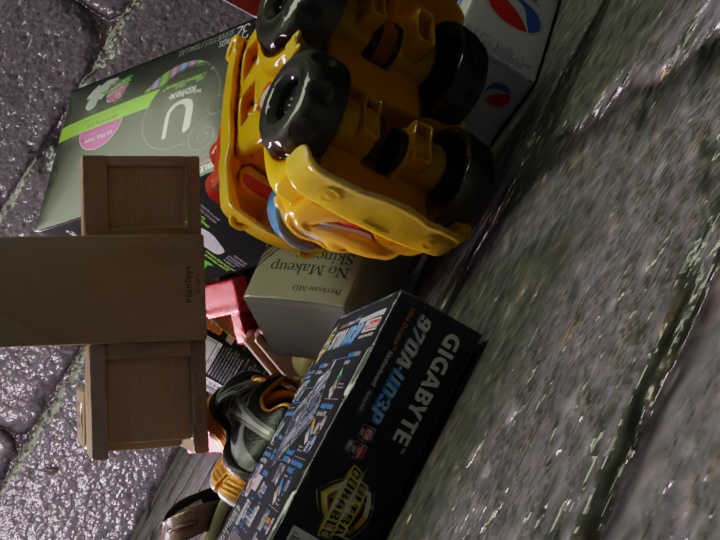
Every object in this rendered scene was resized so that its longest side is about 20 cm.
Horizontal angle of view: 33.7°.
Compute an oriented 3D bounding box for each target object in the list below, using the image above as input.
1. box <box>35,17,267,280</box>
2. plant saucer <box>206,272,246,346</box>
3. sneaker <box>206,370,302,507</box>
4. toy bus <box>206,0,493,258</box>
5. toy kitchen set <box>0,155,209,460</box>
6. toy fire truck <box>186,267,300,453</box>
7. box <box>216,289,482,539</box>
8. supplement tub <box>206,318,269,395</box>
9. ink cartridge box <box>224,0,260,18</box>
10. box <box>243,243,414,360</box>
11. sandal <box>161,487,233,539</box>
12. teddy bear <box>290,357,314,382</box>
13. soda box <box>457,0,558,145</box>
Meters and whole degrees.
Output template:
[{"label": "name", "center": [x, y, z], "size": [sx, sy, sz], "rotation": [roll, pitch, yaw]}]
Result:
[{"label": "box", "center": [-0.137, -0.084, 0.961], "size": [0.199, 0.124, 0.149], "rotation": [-14, 54, 29]}, {"label": "plant saucer", "center": [-0.098, -0.004, 1.099], "size": [0.031, 0.200, 0.200], "rotation": [-44, 12, 25]}, {"label": "sneaker", "center": [-0.061, 0.107, 0.840], "size": [0.078, 0.078, 0.200], "rotation": [-60, 16, 7]}, {"label": "toy bus", "center": [-0.029, -0.078, 0.732], "size": [0.192, 0.135, 0.201], "rotation": [-36, 41, 39]}, {"label": "toy kitchen set", "center": [-0.205, 0.029, 0.859], "size": [0.180, 0.162, 0.202], "rotation": [167, 102, -73]}, {"label": "toy fire truck", "center": [-0.071, 0.063, 1.000], "size": [0.049, 0.142, 0.199], "rotation": [-11, 4, 43]}, {"label": "box", "center": [-0.017, 0.097, 0.615], "size": [0.160, 0.046, 0.200], "rotation": [-61, 6, -11]}, {"label": "supplement tub", "center": [-0.143, 0.052, 1.165], "size": [0.123, 0.199, 0.123], "rotation": [-59, 5, 9]}, {"label": "ink cartridge box", "center": [-0.057, -0.234, 0.970], "size": [0.045, 0.176, 0.200], "rotation": [-57, 7, 20]}, {"label": "box", "center": [-0.004, -0.036, 0.832], "size": [0.069, 0.082, 0.201], "rotation": [67, -145, -47]}, {"label": "sandal", "center": [-0.138, 0.214, 1.041], "size": [0.202, 0.057, 0.080], "rotation": [-61, 6, -2]}, {"label": "teddy bear", "center": [0.000, 0.000, 0.926], "size": [0.145, 0.066, 0.201], "rotation": [119, 170, -48]}, {"label": "soda box", "center": [0.100, -0.179, 0.877], "size": [0.068, 0.063, 0.200], "rotation": [-55, 7, 40]}]
